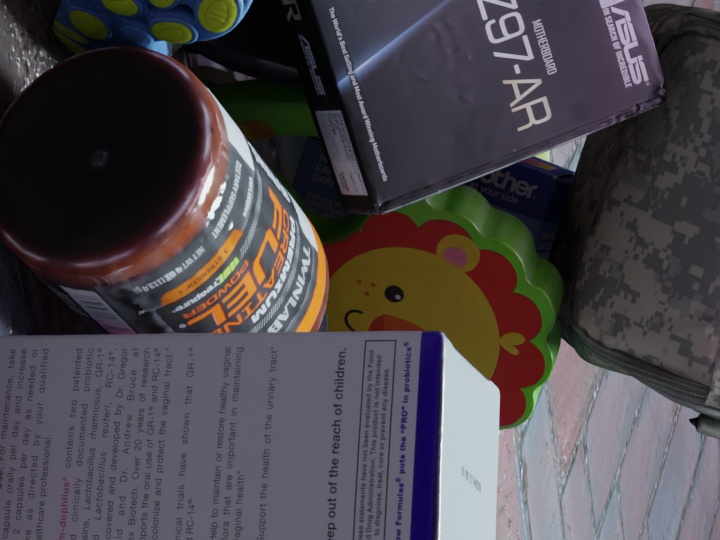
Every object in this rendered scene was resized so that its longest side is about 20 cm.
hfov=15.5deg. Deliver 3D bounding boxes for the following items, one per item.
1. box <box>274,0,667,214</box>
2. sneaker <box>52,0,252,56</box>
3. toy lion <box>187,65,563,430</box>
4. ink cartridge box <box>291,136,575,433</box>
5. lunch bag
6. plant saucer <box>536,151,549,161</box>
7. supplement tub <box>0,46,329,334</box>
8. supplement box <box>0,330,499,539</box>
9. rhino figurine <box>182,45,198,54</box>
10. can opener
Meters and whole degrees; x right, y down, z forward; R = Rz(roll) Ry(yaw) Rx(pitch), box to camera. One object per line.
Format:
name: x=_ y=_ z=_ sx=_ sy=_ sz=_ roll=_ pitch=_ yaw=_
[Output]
box: x=0.038 y=-0.144 z=1.206 sx=0.044 sy=0.160 sz=0.200 roll=6 pitch=-65 yaw=67
sneaker: x=-0.080 y=-0.133 z=1.102 sx=0.083 sy=0.071 sz=0.200 roll=-62 pitch=-169 yaw=-13
toy lion: x=0.000 y=0.000 z=1.282 sx=0.069 sy=0.191 sz=0.200 roll=-65 pitch=150 yaw=-56
ink cartridge box: x=0.028 y=-0.008 z=1.377 sx=0.076 sy=0.136 sz=0.200 roll=0 pitch=110 yaw=-75
lunch bag: x=0.184 y=-0.029 z=1.282 sx=0.168 sy=0.139 sz=0.200 roll=-136 pitch=-117 yaw=-74
plant saucer: x=0.052 y=-0.054 z=1.500 sx=0.200 sy=0.048 sz=0.200 roll=0 pitch=-89 yaw=63
supplement tub: x=-0.078 y=-0.010 z=1.158 sx=0.200 sy=0.107 sz=0.107 roll=51 pitch=41 yaw=-60
supplement box: x=-0.051 y=0.085 z=1.092 sx=0.101 sy=0.200 sz=0.103 roll=45 pitch=46 yaw=-68
rhino figurine: x=-0.061 y=-0.150 z=1.315 sx=0.200 sy=0.060 sz=0.088 roll=26 pitch=69 yaw=-64
can opener: x=0.004 y=-0.118 z=1.256 sx=0.200 sy=0.063 sz=0.079 roll=10 pitch=88 yaw=-29
